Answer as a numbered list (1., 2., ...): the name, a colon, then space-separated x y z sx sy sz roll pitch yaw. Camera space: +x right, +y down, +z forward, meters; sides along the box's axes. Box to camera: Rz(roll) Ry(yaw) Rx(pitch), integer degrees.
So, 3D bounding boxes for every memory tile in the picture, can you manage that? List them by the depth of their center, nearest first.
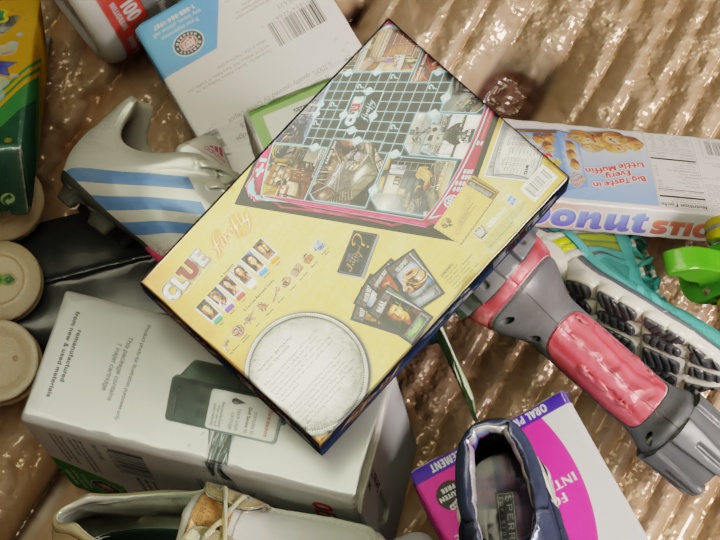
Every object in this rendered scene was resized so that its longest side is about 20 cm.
1. memory tile: -0.287 0.009 1.589 0.200 0.017 0.154 -1 76 4

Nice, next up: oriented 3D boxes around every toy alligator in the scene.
1. toy alligator: 0.254 0.001 1.554 0.200 0.054 0.059 -1 72 -26

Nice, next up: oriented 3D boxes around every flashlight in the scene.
1. flashlight: 0.130 0.047 1.506 0.200 0.068 0.068 41 46 -6

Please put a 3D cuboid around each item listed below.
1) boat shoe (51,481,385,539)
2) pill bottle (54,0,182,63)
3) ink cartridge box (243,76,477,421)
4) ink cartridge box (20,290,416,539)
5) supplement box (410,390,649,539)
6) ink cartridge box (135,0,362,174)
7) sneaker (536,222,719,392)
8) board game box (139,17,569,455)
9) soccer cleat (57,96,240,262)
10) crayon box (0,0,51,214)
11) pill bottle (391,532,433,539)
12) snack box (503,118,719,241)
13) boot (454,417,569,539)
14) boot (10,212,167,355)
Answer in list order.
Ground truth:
1. boat shoe: -0.079 0.156 1.449 0.200 0.068 0.075 -7 35 21
2. pill bottle: -0.109 -0.230 1.666 0.200 0.116 0.116 -36 69 -6
3. ink cartridge box: 0.000 0.000 1.510 0.059 0.104 0.200 -23 79 -2
4. ink cartridge box: -0.075 0.093 1.524 0.200 0.147 0.083 14 72 11
5. supplement box: 0.121 0.185 1.486 0.101 0.103 0.200 -29 70 -3
6. ink cartridge box: -0.037 -0.085 1.622 0.116 0.067 0.200 -29 75 -4
7. sneaker: 0.143 -0.005 1.573 0.200 0.078 0.080 38 66 17
8. board game box: -0.003 -0.019 1.443 0.135 0.035 0.200 42 82 9
9. soccer cleat: -0.088 -0.026 1.551 0.200 0.070 0.086 38 92 17
10. crayon box: -0.258 -0.107 1.617 0.126 0.052 0.200 -3 36 0
11. pill bottle: -0.035 0.229 1.485 0.200 0.111 0.111 -21 68 0
12. snack box: 0.136 -0.054 1.568 0.200 0.024 0.072 5 43 -11
13. boot: 0.082 0.180 1.391 0.073 0.090 0.200 -14 69 5
14. boot: -0.199 -0.023 1.626 0.200 0.066 0.165 -12 77 6
